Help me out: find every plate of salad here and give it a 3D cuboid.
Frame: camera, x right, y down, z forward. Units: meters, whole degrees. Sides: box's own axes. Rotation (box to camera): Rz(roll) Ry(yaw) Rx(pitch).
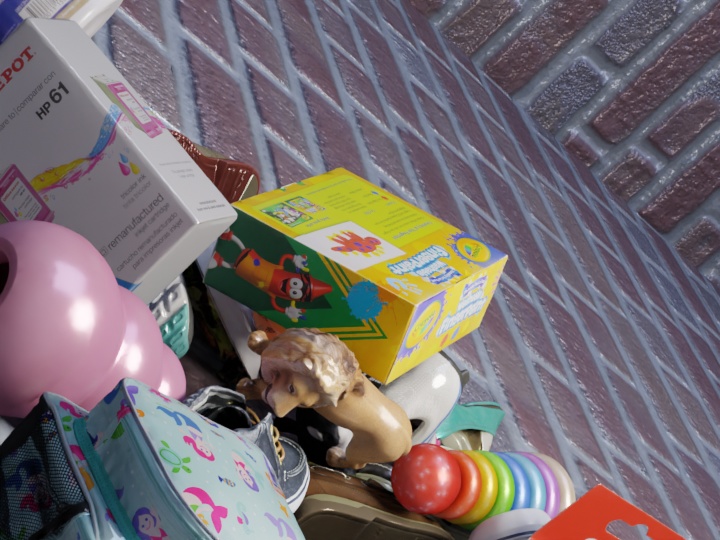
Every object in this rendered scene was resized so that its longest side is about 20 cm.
[{"bbox_3d":[-0.130,0.010,1.535,0.200,0.048,0.201,157,-90,-89],"label":"plate of salad"}]

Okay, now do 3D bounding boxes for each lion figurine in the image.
[{"bbox_3d":[-0.013,0.096,1.341,0.122,0.073,0.200,4,-19,44],"label":"lion figurine"}]

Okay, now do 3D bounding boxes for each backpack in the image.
[{"bbox_3d":[-0.115,0.173,1.051,0.177,0.150,0.201,34,25,-43],"label":"backpack"}]

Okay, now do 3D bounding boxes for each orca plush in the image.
[{"bbox_3d":[-0.035,0.118,1.528,0.071,0.106,0.200,8,2,7],"label":"orca plush"}]

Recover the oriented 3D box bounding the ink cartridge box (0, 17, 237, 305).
[{"bbox_3d":[-0.213,-0.066,1.358,0.200,0.144,0.085,50,17,8],"label":"ink cartridge box"}]

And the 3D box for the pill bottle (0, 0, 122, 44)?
[{"bbox_3d":[-0.318,-0.280,1.650,0.200,0.120,0.120,46,15,-5],"label":"pill bottle"}]

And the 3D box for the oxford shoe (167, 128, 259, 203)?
[{"bbox_3d":[-0.180,-0.094,1.704,0.075,0.071,0.200,25,1,36],"label":"oxford shoe"}]

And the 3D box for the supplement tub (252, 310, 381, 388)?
[{"bbox_3d":[-0.011,0.046,1.641,0.123,0.122,0.200,53,12,22],"label":"supplement tub"}]

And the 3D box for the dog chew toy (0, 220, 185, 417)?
[{"bbox_3d":[-0.185,0.052,1.202,0.200,0.124,0.125,42,14,-48],"label":"dog chew toy"}]

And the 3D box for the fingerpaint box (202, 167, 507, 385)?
[{"bbox_3d":[0.000,0.000,1.443,0.166,0.074,0.200,28,21,16],"label":"fingerpaint box"}]

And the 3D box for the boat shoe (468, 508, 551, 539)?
[{"bbox_3d":[0.125,0.253,1.481,0.200,0.073,0.067,86,-9,-62],"label":"boat shoe"}]

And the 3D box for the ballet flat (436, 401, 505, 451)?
[{"bbox_3d":[0.087,0.160,1.790,0.200,0.067,0.071,17,57,-61],"label":"ballet flat"}]

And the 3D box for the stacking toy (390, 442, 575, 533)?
[{"bbox_3d":[0.089,0.177,1.472,0.200,0.085,0.086,19,32,-53],"label":"stacking toy"}]

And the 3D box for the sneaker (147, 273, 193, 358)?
[{"bbox_3d":[-0.176,-0.009,1.461,0.201,0.077,0.091,60,12,26],"label":"sneaker"}]

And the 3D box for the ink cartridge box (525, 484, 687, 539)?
[{"bbox_3d":[0.155,0.264,1.425,0.162,0.200,0.057,34,29,-41],"label":"ink cartridge box"}]

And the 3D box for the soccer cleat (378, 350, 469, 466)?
[{"bbox_3d":[0.029,0.130,1.560,0.070,0.086,0.200,45,-28,16],"label":"soccer cleat"}]

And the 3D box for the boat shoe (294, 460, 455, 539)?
[{"bbox_3d":[0.008,0.194,1.448,0.200,0.072,0.068,32,22,-44],"label":"boat shoe"}]

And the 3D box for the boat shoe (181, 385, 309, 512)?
[{"bbox_3d":[-0.079,0.126,1.285,0.071,0.091,0.200,31,18,18],"label":"boat shoe"}]

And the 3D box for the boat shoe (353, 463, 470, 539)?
[{"bbox_3d":[0.058,0.192,1.563,0.073,0.065,0.200,11,-18,35],"label":"boat shoe"}]
